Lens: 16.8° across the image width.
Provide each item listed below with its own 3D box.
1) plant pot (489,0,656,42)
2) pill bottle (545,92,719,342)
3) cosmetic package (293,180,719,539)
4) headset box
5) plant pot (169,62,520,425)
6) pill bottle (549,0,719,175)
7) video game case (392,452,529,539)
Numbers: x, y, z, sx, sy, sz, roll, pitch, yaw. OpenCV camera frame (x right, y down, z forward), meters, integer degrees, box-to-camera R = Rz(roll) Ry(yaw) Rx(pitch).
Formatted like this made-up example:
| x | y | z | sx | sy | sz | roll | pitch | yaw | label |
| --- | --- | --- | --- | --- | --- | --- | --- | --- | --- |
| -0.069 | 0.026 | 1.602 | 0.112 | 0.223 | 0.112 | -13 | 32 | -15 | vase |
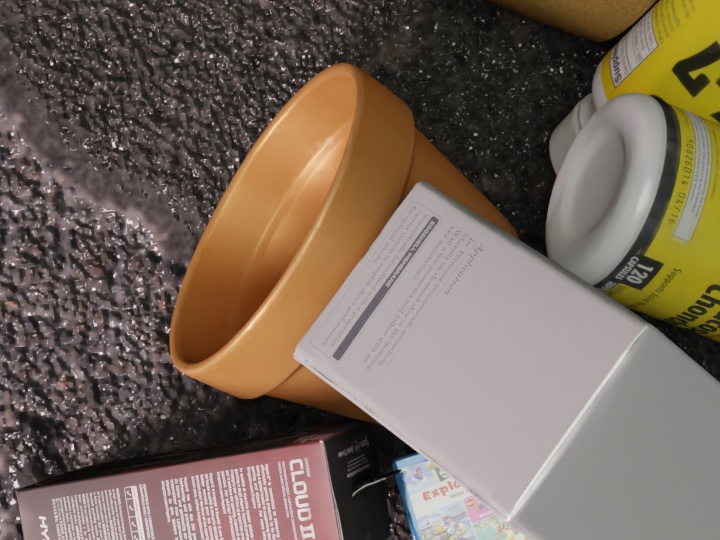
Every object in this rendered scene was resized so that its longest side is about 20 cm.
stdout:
| x | y | z | sx | sy | sz | roll | pitch | yaw | label |
| --- | --- | --- | --- | --- | --- | --- | --- | --- | --- |
| 0.095 | -0.231 | 1.430 | 0.200 | 0.186 | 0.187 | 38 | 87 | -14 | plant pot |
| 0.211 | -0.015 | 1.348 | 0.199 | 0.112 | 0.113 | 20 | 87 | -19 | pill bottle |
| 0.108 | 0.079 | 1.277 | 0.123 | 0.200 | 0.199 | -53 | 132 | -1 | cosmetic package |
| -0.076 | 0.138 | 1.391 | 0.199 | 0.149 | 0.078 | -11 | 89 | 11 | headset box |
| 0.000 | 0.000 | 1.410 | 0.140 | 0.200 | 0.201 | 29 | 87 | -19 | plant pot |
| 0.207 | -0.110 | 1.414 | 0.114 | 0.114 | 0.200 | 43 | 124 | -1 | pill bottle |
| 0.114 | 0.186 | 1.417 | 0.142 | 0.018 | 0.201 | -17 | 85 | 3 | video game case |
